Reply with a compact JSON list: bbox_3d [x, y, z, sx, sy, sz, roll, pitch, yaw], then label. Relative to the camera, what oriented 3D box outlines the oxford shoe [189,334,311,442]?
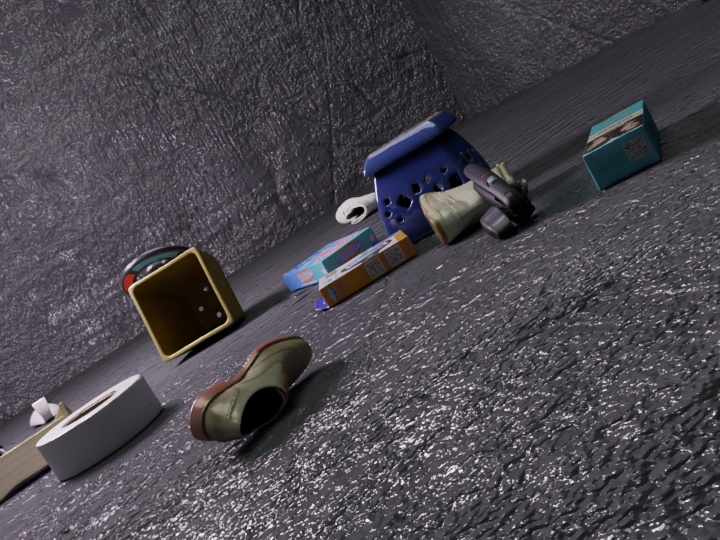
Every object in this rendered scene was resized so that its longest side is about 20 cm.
[{"bbox_3d":[-0.104,0.137,0.875,0.073,0.072,0.200,4,27,30],"label":"oxford shoe"}]

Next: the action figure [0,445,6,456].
[{"bbox_3d":[-0.904,0.424,1.793,0.133,0.149,0.201,-27,-30,-45],"label":"action figure"}]

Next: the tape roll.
[{"bbox_3d":[-0.438,0.261,1.295,0.201,0.071,0.203,-31,8,5],"label":"tape roll"}]

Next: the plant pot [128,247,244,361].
[{"bbox_3d":[-0.389,0.079,1.828,0.194,0.196,0.200,-30,-6,9],"label":"plant pot"}]

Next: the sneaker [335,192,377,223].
[{"bbox_3d":[-0.031,-0.187,2.447,0.199,0.074,0.115,-22,9,43],"label":"sneaker"}]

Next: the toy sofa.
[{"bbox_3d":[-0.616,0.350,1.452,0.199,0.098,0.083,-34,-16,-18],"label":"toy sofa"}]

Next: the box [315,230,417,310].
[{"bbox_3d":[0.000,0.000,1.334,0.198,0.042,0.119,-30,8,1],"label":"box"}]

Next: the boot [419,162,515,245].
[{"bbox_3d":[0.178,-0.118,1.257,0.154,0.073,0.200,-31,14,7],"label":"boot"}]

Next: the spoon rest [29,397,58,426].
[{"bbox_3d":[-0.936,0.426,2.276,0.099,0.061,0.200,-34,-5,-25],"label":"spoon rest"}]

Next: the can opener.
[{"bbox_3d":[0.186,-0.113,1.083,0.078,0.064,0.201,-27,29,3],"label":"can opener"}]

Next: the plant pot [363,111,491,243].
[{"bbox_3d":[0.125,-0.181,1.450,0.198,0.181,0.200,-27,9,23],"label":"plant pot"}]

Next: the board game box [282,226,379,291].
[{"bbox_3d":[-0.069,-0.024,1.711,0.152,0.045,0.199,-37,10,-31],"label":"board game box"}]

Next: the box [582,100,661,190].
[{"bbox_3d":[0.346,-0.169,1.015,0.082,0.050,0.200,-28,9,27],"label":"box"}]

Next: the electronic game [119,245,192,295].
[{"bbox_3d":[-0.481,0.005,1.853,0.198,0.042,0.201,-23,-24,-11],"label":"electronic game"}]
